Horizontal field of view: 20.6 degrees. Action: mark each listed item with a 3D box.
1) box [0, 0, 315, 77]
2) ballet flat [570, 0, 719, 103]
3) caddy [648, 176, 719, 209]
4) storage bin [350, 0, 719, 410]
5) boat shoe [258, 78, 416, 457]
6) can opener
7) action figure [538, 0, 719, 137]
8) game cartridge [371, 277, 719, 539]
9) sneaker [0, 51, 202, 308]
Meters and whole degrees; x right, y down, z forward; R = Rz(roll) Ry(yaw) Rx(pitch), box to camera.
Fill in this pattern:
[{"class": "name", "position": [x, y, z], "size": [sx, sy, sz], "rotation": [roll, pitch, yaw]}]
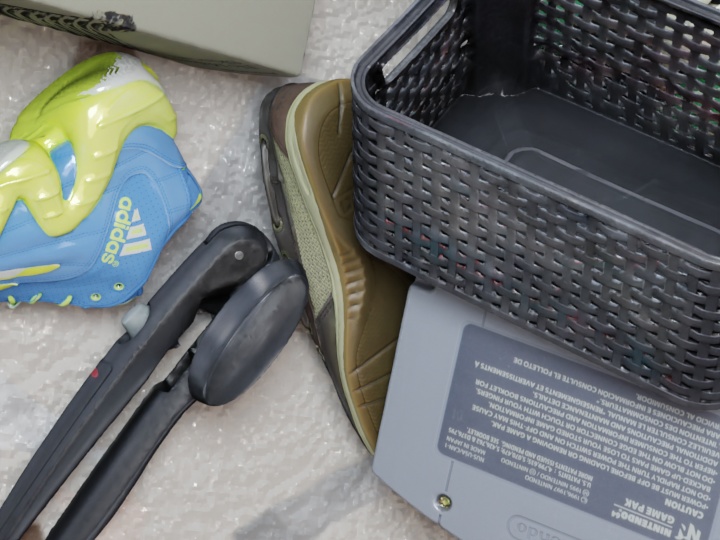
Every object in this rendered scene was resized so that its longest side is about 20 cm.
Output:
[{"class": "box", "position": [-0.110, -0.137, 0.863], "size": [0.199, 0.082, 0.069], "rotation": [10, 90, -50]}, {"class": "ballet flat", "position": [0.184, -0.154, 0.943], "size": [0.200, 0.073, 0.073], "rotation": [-46, 104, -6]}, {"class": "caddy", "position": [0.148, 0.055, 0.953], "size": [0.105, 0.140, 0.202], "rotation": [-7, 98, -58]}, {"class": "storage bin", "position": [0.105, -0.047, 0.859], "size": [0.199, 0.094, 0.135], "rotation": [25, 54, 23]}, {"class": "boat shoe", "position": [0.000, 0.000, 0.961], "size": [0.073, 0.065, 0.202], "rotation": [-22, 112, -27]}, {"class": "can opener", "position": [-0.105, 0.060, 0.935], "size": [0.063, 0.079, 0.200], "rotation": [43, 93, -8]}, {"class": "action figure", "position": [0.164, -0.105, 1.002], "size": [0.198, 0.055, 0.119], "rotation": [-18, 76, -10]}, {"class": "game cartridge", "position": [0.104, 0.079, 0.901], "size": [0.199, 0.041, 0.134], "rotation": [20, 114, 23]}, {"class": "sneaker", "position": [-0.156, -0.006, 0.908], "size": [0.199, 0.076, 0.105], "rotation": [-36, 112, -3]}]
